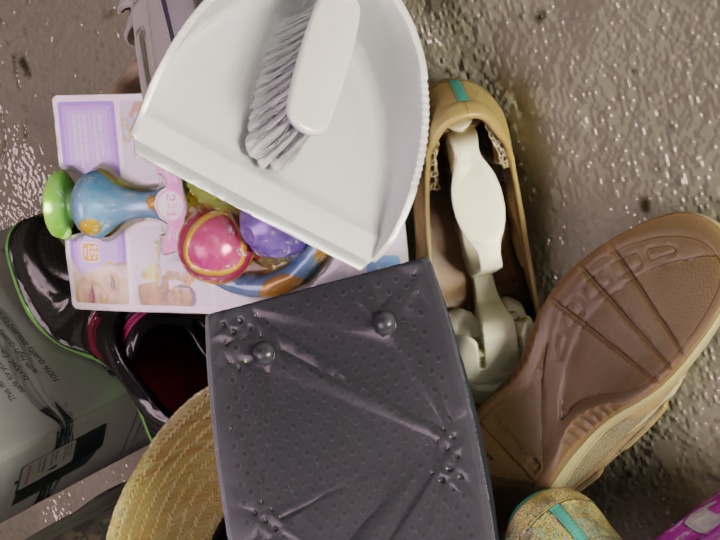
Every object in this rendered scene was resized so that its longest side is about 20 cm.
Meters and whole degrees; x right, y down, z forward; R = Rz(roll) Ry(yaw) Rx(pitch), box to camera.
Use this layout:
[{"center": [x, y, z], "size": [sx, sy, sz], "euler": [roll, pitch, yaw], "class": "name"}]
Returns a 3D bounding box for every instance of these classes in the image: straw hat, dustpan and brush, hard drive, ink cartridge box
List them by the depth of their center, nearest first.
[{"center": [-0.014, -0.121, 0.970], "size": [0.139, 0.202, 0.057], "euler": [27, 151, -20], "class": "dustpan and brush"}, {"center": [0.001, 0.106, 0.985], "size": [0.134, 0.042, 0.202], "euler": [-15, 78, 19], "class": "hard drive"}, {"center": [-0.030, 0.149, 1.061], "size": [0.199, 0.085, 0.203], "euler": [-4, 80, 21], "class": "straw hat"}, {"center": [-0.216, 0.062, 1.241], "size": [0.147, 0.199, 0.083], "euler": [46, 136, 21], "class": "ink cartridge box"}]

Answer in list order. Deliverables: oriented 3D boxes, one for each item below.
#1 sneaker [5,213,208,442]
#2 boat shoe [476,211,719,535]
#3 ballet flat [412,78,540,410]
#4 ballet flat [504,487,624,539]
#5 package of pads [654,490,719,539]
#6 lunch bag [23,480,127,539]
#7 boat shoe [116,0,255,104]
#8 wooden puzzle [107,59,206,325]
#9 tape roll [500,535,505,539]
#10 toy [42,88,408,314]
[{"center": [-0.126, 0.032, 1.183], "size": [0.200, 0.077, 0.084], "euler": [44, 150, 16], "class": "sneaker"}, {"center": [0.116, 0.047, 0.982], "size": [0.200, 0.064, 0.072], "euler": [-50, 64, 30], "class": "boat shoe"}, {"center": [0.056, 0.007, 1.013], "size": [0.063, 0.068, 0.202], "euler": [-127, 24, -75], "class": "ballet flat"}, {"center": [0.121, 0.191, 0.985], "size": [0.070, 0.071, 0.201], "euler": [13, 136, 43], "class": "ballet flat"}, {"center": [0.193, 0.203, 0.931], "size": [0.075, 0.120, 0.202], "euler": [-14, 99, 49], "class": "package of pads"}, {"center": [-0.152, 0.227, 1.256], "size": [0.117, 0.199, 0.165], "euler": [-36, 83, 49], "class": "lunch bag"}, {"center": [-0.096, -0.142, 1.050], "size": [0.070, 0.071, 0.201], "euler": [-36, 49, 26], "class": "boat shoe"}, {"center": [-0.082, -0.016, 1.155], "size": [0.201, 0.037, 0.185], "euler": [61, 160, 0], "class": "wooden puzzle"}, {"center": [0.057, 0.191, 1.116], "size": [0.199, 0.066, 0.202], "euler": [23, 125, 38], "class": "tape roll"}, {"center": [-0.076, -0.030, 1.040], "size": [0.198, 0.047, 0.116], "euler": [2, 103, 27], "class": "toy"}]
